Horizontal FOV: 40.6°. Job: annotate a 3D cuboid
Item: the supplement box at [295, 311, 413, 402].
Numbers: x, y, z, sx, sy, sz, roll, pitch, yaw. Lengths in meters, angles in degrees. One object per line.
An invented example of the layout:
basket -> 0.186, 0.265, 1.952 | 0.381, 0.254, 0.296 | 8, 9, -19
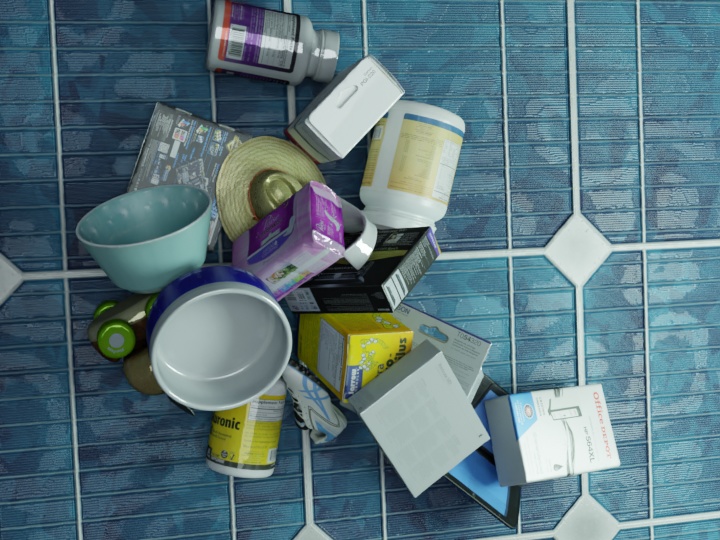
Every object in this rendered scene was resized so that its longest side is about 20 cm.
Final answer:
supplement box -> -0.014, 0.113, 1.513 | 0.109, 0.200, 0.109 | -3, 108, -25

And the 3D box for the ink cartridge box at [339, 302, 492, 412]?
ink cartridge box -> 0.093, 0.172, 1.588 | 0.196, 0.043, 0.200 | 25, 86, 23

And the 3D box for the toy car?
toy car -> -0.307, 0.129, 1.494 | 0.158, 0.164, 0.200 | -30, 108, -10

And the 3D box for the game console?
game console -> 0.225, 0.297, 1.630 | 0.200, 0.118, 0.171 | 39, 91, -12

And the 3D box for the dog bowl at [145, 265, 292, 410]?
dog bowl -> -0.203, 0.097, 1.387 | 0.199, 0.079, 0.201 | -9, 119, -16

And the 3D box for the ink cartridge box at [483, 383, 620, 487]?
ink cartridge box -> 0.321, 0.273, 1.629 | 0.199, 0.084, 0.146 | -3, 75, -28

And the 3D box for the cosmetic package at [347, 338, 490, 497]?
cosmetic package -> 0.091, 0.223, 1.458 | 0.151, 0.052, 0.200 | -35, 123, -7

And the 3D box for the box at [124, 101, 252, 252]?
box -> -0.278, -0.146, 1.541 | 0.159, 0.046, 0.201 | 18, 88, -13

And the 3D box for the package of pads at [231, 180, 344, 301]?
package of pads -> -0.113, -0.033, 1.449 | 0.076, 0.200, 0.121 | 28, 42, -35

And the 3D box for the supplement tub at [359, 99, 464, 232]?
supplement tub -> 0.080, -0.161, 1.570 | 0.144, 0.145, 0.201 | 14, 89, -13

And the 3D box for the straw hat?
straw hat -> -0.127, -0.111, 1.522 | 0.200, 0.085, 0.202 | -2, 95, -22

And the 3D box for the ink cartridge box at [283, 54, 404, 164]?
ink cartridge box -> -0.030, -0.246, 1.513 | 0.085, 0.200, 0.146 | 44, 83, -11

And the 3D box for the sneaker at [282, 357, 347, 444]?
sneaker -> -0.083, 0.211, 1.548 | 0.072, 0.072, 0.200 | -41, 134, -13

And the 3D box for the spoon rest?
spoon rest -> -0.018, -0.076, 1.493 | 0.061, 0.200, 0.099 | -39, 123, 8

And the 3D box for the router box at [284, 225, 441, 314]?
router box -> 0.000, 0.000, 1.485 | 0.157, 0.200, 0.052 | -49, 125, -40

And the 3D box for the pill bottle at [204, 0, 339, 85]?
pill bottle -> -0.138, -0.353, 1.531 | 0.199, 0.111, 0.112 | 8, 90, -13

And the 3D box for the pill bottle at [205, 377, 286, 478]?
pill bottle -> -0.177, 0.219, 1.544 | 0.111, 0.111, 0.201 | 10, 89, -13

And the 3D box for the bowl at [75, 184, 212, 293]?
bowl -> -0.306, -0.038, 1.434 | 0.200, 0.201, 0.105 | -16, 118, -11
